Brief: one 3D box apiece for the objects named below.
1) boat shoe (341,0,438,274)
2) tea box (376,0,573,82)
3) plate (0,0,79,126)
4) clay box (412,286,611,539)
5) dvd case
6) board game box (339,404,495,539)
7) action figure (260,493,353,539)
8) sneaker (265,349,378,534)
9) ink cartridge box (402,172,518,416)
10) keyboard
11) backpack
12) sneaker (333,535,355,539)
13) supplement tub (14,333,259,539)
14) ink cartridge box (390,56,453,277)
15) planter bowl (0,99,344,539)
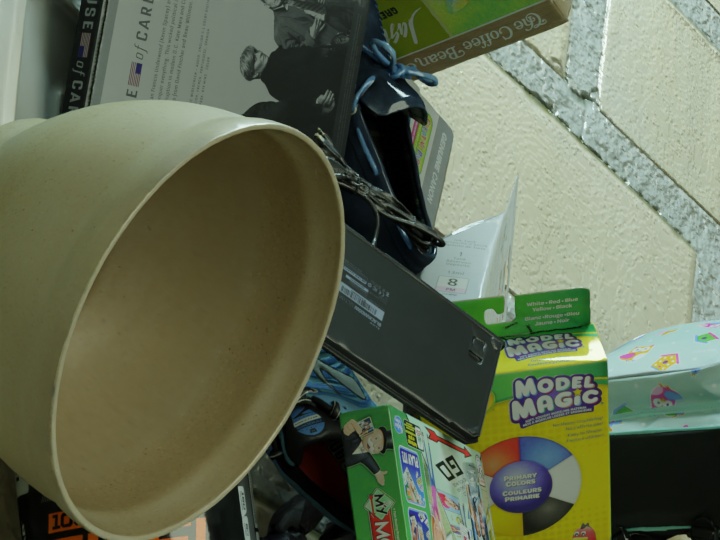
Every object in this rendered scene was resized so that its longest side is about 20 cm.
[{"bbox_3d":[0.014,-0.090,1.170,0.084,0.069,0.200,-6,82,-53],"label":"boat shoe"},{"bbox_3d":[0.017,-0.237,1.262,0.197,0.200,0.134,48,43,-28],"label":"tea box"},{"bbox_3d":[-0.163,-0.063,1.035,0.200,0.032,0.200,49,41,-67],"label":"plate"},{"bbox_3d":[0.091,0.109,1.188,0.048,0.115,0.200,-101,-176,-58],"label":"clay box"},{"bbox_3d":[-0.076,-0.097,1.059,0.200,0.025,0.151,10,90,-49],"label":"dvd case"},{"bbox_3d":[0.039,0.153,1.046,0.200,0.029,0.135,35,44,-70],"label":"board game box"},{"bbox_3d":[-0.040,0.164,1.150,0.200,0.069,0.130,-31,108,-48],"label":"action figure"},{"bbox_3d":[-0.032,0.066,1.077,0.200,0.078,0.090,49,4,-9],"label":"sneaker"},{"bbox_3d":[0.064,0.045,1.291,0.200,0.057,0.163,-75,170,-61],"label":"ink cartridge box"},{"bbox_3d":[0.000,0.000,1.076,0.200,0.021,0.127,37,48,-22],"label":"keyboard"},{"bbox_3d":[0.253,0.115,1.445,0.200,0.176,0.154,-8,87,-56],"label":"backpack"},{"bbox_3d":[-0.008,0.172,1.013,0.201,0.075,0.116,-87,170,-62],"label":"sneaker"},{"bbox_3d":[-0.113,0.140,1.017,0.122,0.122,0.200,4,73,-51],"label":"supplement tub"},{"bbox_3d":[-0.037,-0.056,1.219,0.176,0.084,0.200,44,46,-34],"label":"ink cartridge box"},{"bbox_3d":[-0.120,0.007,0.908,0.200,0.135,0.201,-38,140,-41],"label":"planter bowl"}]
